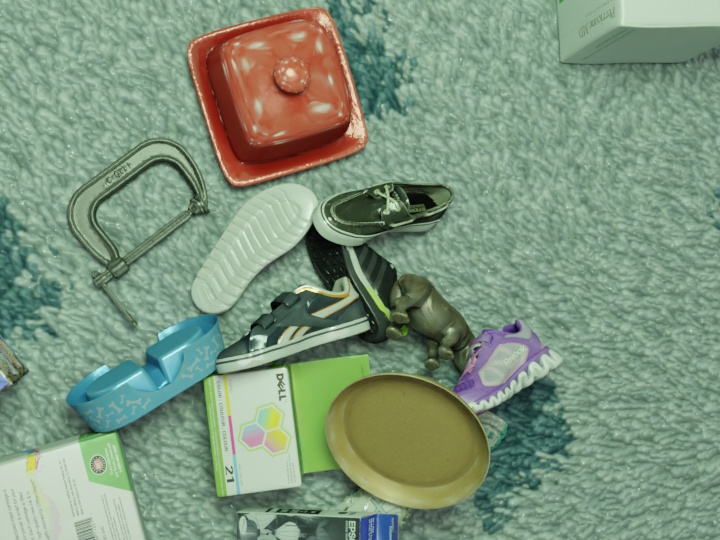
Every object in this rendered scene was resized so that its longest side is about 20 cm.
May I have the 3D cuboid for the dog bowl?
[{"bbox_3d":[-0.247,0.123,1.192,0.200,0.111,0.050,-32,109,-21],"label":"dog bowl"}]

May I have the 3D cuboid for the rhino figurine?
[{"bbox_3d":[0.104,0.078,1.275,0.200,0.060,0.088,41,46,-31],"label":"rhino figurine"}]

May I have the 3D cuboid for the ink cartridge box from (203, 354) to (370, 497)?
[{"bbox_3d":[-0.081,0.185,1.228,0.199,0.076,0.148,-7,90,0],"label":"ink cartridge box"}]

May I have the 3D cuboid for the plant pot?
[{"bbox_3d":[0.057,0.197,1.183,0.199,0.028,0.201,9,123,14],"label":"plant pot"}]

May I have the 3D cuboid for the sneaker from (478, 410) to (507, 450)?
[{"bbox_3d":[0.104,0.182,1.292,0.200,0.091,0.078,19,113,-33],"label":"sneaker"}]

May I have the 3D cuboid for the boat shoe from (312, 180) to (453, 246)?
[{"bbox_3d":[0.031,-0.082,1.254,0.200,0.064,0.071,-12,68,-38],"label":"boat shoe"}]

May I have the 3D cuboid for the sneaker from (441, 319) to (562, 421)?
[{"bbox_3d":[0.158,0.121,1.238,0.200,0.080,0.089,-26,84,-37],"label":"sneaker"}]

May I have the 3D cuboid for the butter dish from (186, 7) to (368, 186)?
[{"bbox_3d":[-0.092,-0.226,1.225,0.199,0.148,0.200,-18,91,-13],"label":"butter dish"}]

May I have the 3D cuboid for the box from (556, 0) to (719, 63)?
[{"bbox_3d":[0.382,-0.376,1.315,0.199,0.199,0.172,-4,89,-11],"label":"box"}]

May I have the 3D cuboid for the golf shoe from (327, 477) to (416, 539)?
[{"bbox_3d":[0.011,0.300,1.267,0.097,0.078,0.201,19,83,-6],"label":"golf shoe"}]

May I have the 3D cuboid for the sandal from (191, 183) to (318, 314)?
[{"bbox_3d":[-0.136,-0.031,1.261,0.203,0.050,0.082,-44,83,2],"label":"sandal"}]

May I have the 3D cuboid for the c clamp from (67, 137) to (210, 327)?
[{"bbox_3d":[-0.267,-0.059,1.243,0.200,0.027,0.171,-44,92,-10],"label":"c clamp"}]

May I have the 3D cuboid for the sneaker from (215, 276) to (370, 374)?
[{"bbox_3d":[-0.089,0.064,1.208,0.200,0.078,0.080,-17,90,-27],"label":"sneaker"}]

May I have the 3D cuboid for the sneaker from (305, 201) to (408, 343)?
[{"bbox_3d":[0.000,0.000,1.291,0.083,0.072,0.200,-26,93,-42],"label":"sneaker"}]

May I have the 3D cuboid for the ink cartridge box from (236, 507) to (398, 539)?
[{"bbox_3d":[-0.053,0.345,1.229,0.199,0.039,0.100,-1,87,9],"label":"ink cartridge box"}]

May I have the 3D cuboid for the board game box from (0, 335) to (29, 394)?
[{"bbox_3d":[-0.465,0.130,1.096,0.159,0.200,0.097,-40,97,-11],"label":"board game box"}]

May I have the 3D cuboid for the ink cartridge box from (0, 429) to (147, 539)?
[{"bbox_3d":[-0.365,0.279,1.173,0.199,0.084,0.145,-15,91,-14],"label":"ink cartridge box"}]
